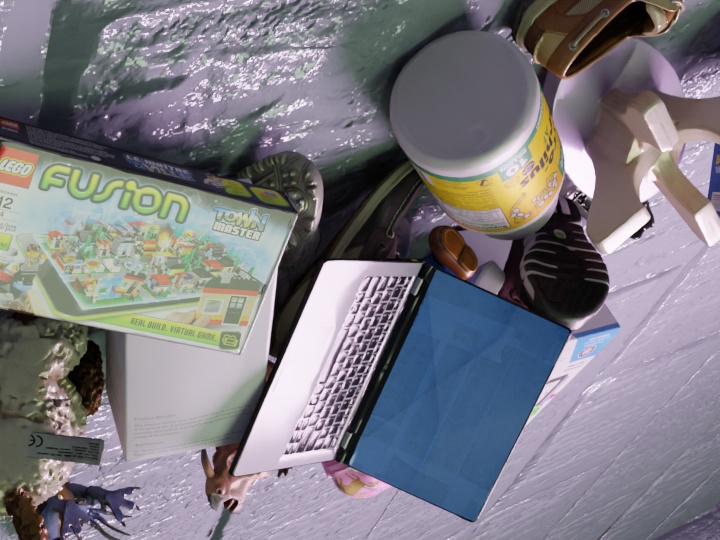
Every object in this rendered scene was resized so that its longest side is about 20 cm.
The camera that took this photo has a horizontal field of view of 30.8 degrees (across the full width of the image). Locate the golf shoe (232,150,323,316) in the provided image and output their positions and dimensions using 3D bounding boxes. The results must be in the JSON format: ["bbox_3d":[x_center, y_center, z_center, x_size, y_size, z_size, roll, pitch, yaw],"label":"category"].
[{"bbox_3d":[-0.065,-0.032,1.016,0.097,0.078,0.200,-43,169,-42],"label":"golf shoe"}]

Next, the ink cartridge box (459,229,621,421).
[{"bbox_3d":[0.125,0.072,1.321,0.146,0.147,0.200,-10,148,-42],"label":"ink cartridge box"}]

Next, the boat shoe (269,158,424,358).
[{"bbox_3d":[0.000,0.000,1.057,0.201,0.066,0.072,-53,178,-17],"label":"boat shoe"}]

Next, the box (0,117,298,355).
[{"bbox_3d":[-0.150,-0.018,0.819,0.199,0.035,0.111,13,112,-27],"label":"box"}]

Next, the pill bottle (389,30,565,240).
[{"bbox_3d":[0.100,-0.094,1.025,0.112,0.113,0.200,-35,155,3],"label":"pill bottle"}]

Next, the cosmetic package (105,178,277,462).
[{"bbox_3d":[-0.127,0.039,0.952,0.112,0.081,0.201,-6,131,-20],"label":"cosmetic package"}]

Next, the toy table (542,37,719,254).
[{"bbox_3d":[0.244,-0.105,1.104,0.184,0.117,0.200,-48,133,10],"label":"toy table"}]

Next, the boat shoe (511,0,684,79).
[{"bbox_3d":[0.213,-0.210,0.995,0.199,0.074,0.076,-33,156,-1],"label":"boat shoe"}]

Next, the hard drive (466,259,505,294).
[{"bbox_3d":[0.036,0.072,1.183,0.200,0.027,0.132,-32,-162,48],"label":"hard drive"}]

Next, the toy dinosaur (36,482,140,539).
[{"bbox_3d":[-0.278,0.218,1.215,0.105,0.201,0.181,-31,-165,-38],"label":"toy dinosaur"}]

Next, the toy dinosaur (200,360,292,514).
[{"bbox_3d":[-0.094,0.115,1.114,0.086,0.201,0.135,-44,133,15],"label":"toy dinosaur"}]

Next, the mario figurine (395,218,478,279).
[{"bbox_3d":[0.000,0.024,1.133,0.199,0.107,0.123,-26,-178,42],"label":"mario figurine"}]

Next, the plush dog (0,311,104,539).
[{"bbox_3d":[-0.260,0.128,0.983,0.199,0.161,0.172,-32,179,-4],"label":"plush dog"}]

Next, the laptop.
[{"bbox_3d":[0.032,0.099,1.006,0.199,0.116,0.188,1,118,-52],"label":"laptop"}]

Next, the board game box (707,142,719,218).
[{"bbox_3d":[0.363,-0.134,1.215,0.034,0.202,0.135,6,173,28],"label":"board game box"}]

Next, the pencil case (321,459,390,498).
[{"bbox_3d":[0.048,0.142,1.170,0.086,0.083,0.200,32,139,-22],"label":"pencil case"}]

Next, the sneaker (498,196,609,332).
[{"bbox_3d":[0.161,0.024,1.134,0.075,0.200,0.116,13,120,-3],"label":"sneaker"}]

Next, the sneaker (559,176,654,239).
[{"bbox_3d":[0.228,-0.078,1.242,0.076,0.091,0.199,-42,153,26],"label":"sneaker"}]
